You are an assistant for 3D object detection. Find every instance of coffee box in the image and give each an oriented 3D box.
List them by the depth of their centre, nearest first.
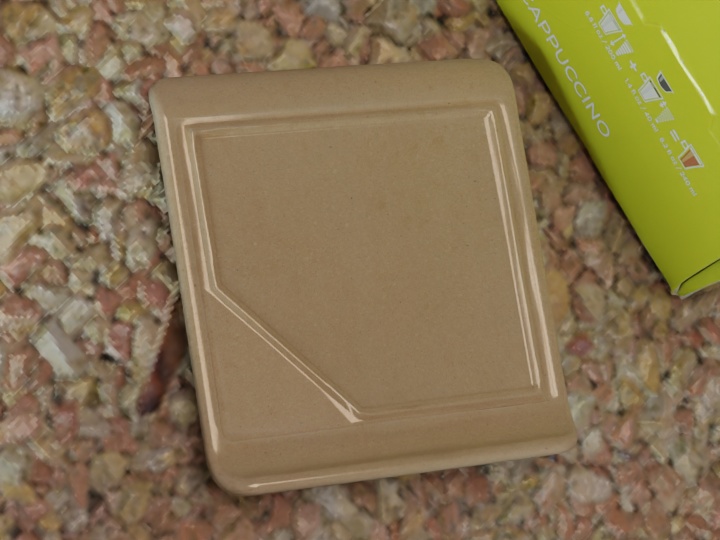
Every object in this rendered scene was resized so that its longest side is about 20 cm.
[{"bbox_3d":[0.214,-0.134,1.192,0.197,0.200,0.200,-33,92,-25],"label":"coffee box"}]

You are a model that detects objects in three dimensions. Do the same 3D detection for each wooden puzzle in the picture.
[{"bbox_3d":[0.000,0.000,1.165,0.184,0.037,0.201,-5,76,-24],"label":"wooden puzzle"}]
